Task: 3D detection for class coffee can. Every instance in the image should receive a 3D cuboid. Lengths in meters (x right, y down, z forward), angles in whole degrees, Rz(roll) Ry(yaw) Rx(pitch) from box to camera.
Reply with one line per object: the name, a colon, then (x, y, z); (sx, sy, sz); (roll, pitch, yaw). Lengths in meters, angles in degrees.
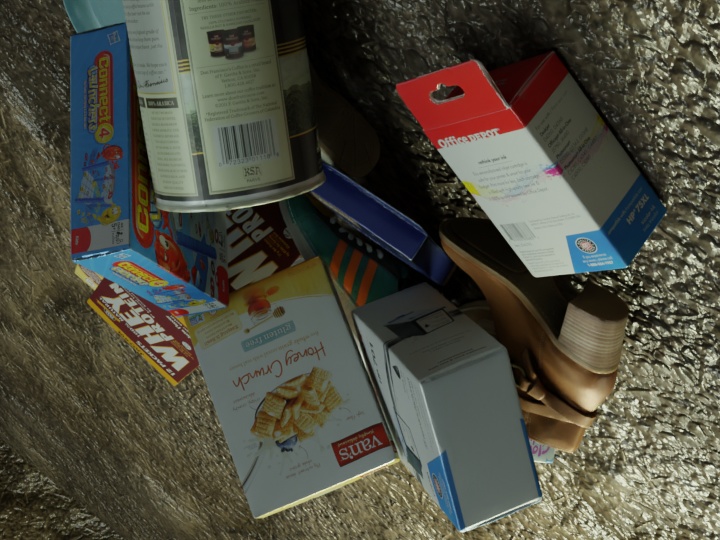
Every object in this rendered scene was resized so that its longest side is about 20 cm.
coffee can: (-0.112, -0.162, 1.148); (0.145, 0.145, 0.203); (9, 111, 49)

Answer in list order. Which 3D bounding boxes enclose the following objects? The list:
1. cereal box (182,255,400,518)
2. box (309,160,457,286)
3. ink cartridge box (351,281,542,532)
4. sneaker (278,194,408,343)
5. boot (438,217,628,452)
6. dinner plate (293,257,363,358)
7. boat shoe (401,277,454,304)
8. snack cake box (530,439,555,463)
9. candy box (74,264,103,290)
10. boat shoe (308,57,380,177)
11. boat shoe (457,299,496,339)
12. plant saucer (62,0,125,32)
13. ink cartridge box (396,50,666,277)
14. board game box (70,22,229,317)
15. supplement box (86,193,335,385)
cereal box: (-0.064, 0.107, 1.307); (0.040, 0.142, 0.202); (49, -162, -77)
box: (0.018, -0.043, 1.284); (0.120, 0.033, 0.200); (35, 179, 16)
ink cartridge box: (0.072, 0.113, 1.251); (0.200, 0.085, 0.148); (-142, 33, -67)
sneaker: (0.000, 0.000, 1.372); (0.201, 0.079, 0.071); (55, 180, 3)
boot: (0.137, 0.055, 1.250); (0.198, 0.076, 0.157); (30, 129, 23)
dinner plate: (-0.034, 0.085, 1.471); (0.199, 0.024, 0.203); (30, 130, 43)
boat shoe: (0.011, 0.025, 1.451); (0.198, 0.072, 0.073); (2, 126, 48)
snack cake box: (0.095, 0.144, 1.462); (0.114, 0.068, 0.199); (12, 177, -39)
candy box: (-0.273, -0.052, 1.684); (0.056, 0.117, 0.200); (40, 155, 1)
boat shoe: (-0.067, -0.157, 1.276); (0.200, 0.072, 0.065); (44, 151, -18)
boat shoe: (0.139, 0.079, 1.352); (0.199, 0.069, 0.074); (3, 135, 53)
plant saucer: (-0.217, -0.232, 1.421); (0.199, 0.027, 0.201); (32, 153, 18)
ink cartridge box: (0.129, -0.092, 1.096); (0.201, 0.067, 0.116); (51, 153, -19)
board game box: (-0.182, -0.082, 1.249); (0.055, 0.203, 0.196); (-9, 163, 17)
supplement box: (-0.156, -0.014, 1.475); (0.133, 0.200, 0.197); (43, 155, -5)
